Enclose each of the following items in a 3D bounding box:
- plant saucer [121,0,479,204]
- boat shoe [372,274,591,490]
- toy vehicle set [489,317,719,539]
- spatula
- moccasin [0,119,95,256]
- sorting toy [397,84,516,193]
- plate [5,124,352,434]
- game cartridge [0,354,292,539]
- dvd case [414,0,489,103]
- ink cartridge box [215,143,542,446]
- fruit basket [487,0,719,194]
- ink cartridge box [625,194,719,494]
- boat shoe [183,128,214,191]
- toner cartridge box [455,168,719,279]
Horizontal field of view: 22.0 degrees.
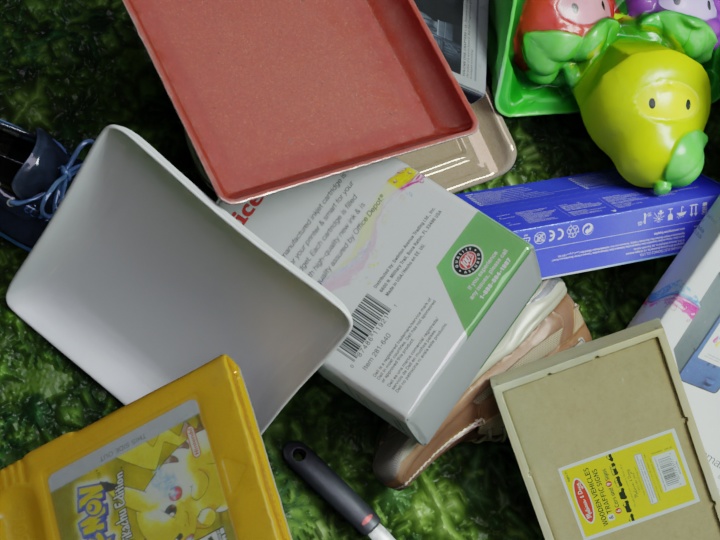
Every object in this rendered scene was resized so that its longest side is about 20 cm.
[{"bbox_3d":[-0.050,-0.144,1.230,0.200,0.037,0.200,-18,71,-29],"label":"plant saucer"},{"bbox_3d":[0.092,0.089,1.317,0.200,0.076,0.072,-44,99,-17],"label":"boat shoe"},{"bbox_3d":[0.180,0.147,1.281,0.124,0.027,0.200,-19,101,5],"label":"toy vehicle set"},{"bbox_3d":[0.019,0.191,1.287,0.200,0.021,0.057,46,67,3],"label":"spatula"},{"bbox_3d":[-0.230,-0.060,1.263,0.200,0.068,0.081,19,51,-11],"label":"moccasin"},{"bbox_3d":[-0.007,-0.125,1.382,0.200,0.036,0.185,-21,79,-17],"label":"sorting toy"},{"bbox_3d":[-0.119,0.020,1.217,0.200,0.200,0.032,39,42,0],"label":"plate"},{"bbox_3d":[-0.145,0.168,1.160,0.200,0.032,0.177,-27,54,9],"label":"game cartridge"},{"bbox_3d":[0.008,-0.220,1.351,0.200,0.025,0.151,19,62,-29],"label":"dvd case"},{"bbox_3d":[0.000,0.000,1.261,0.200,0.084,0.145,34,81,19],"label":"ink cartridge box"},{"bbox_3d":[0.201,-0.163,1.376,0.215,0.156,0.216,6,33,-4],"label":"fruit basket"},{"bbox_3d":[0.270,0.062,1.322,0.145,0.088,0.200,33,97,-4],"label":"ink cartridge box"},{"bbox_3d":[-0.083,-0.150,1.321,0.074,0.062,0.200,9,72,-11],"label":"boat shoe"},{"bbox_3d":[0.167,-0.037,1.367,0.200,0.095,0.043,-10,111,-19],"label":"toner cartridge box"}]
